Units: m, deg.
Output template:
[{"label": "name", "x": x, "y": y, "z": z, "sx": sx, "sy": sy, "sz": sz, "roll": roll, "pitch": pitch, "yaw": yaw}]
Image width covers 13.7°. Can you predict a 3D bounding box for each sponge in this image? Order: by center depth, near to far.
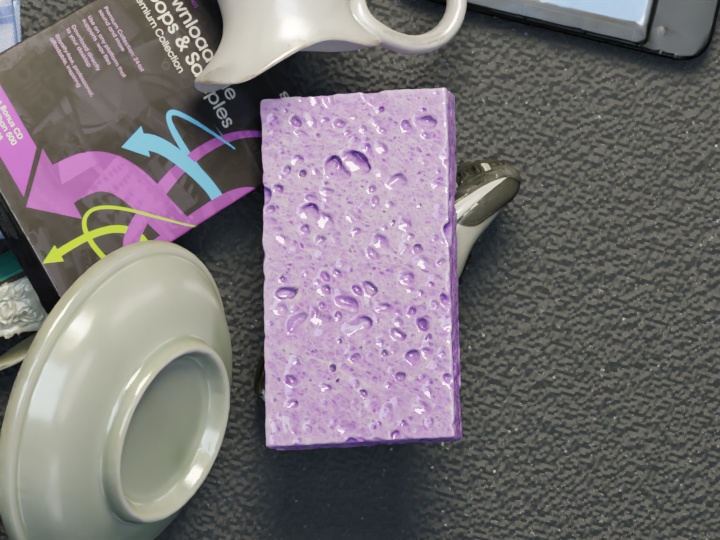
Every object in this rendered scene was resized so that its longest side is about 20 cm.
[{"label": "sponge", "x": 0.000, "y": 0.000, "z": 1.707, "sx": 0.111, "sy": 0.030, "sz": 0.202, "roll": -2, "pitch": 85, "yaw": 12}]

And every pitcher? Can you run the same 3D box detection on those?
[{"label": "pitcher", "x": -0.029, "y": -0.213, "z": 1.709, "sx": 0.170, "sy": 0.121, "sz": 0.202, "roll": -10, "pitch": 92, "yaw": -23}]

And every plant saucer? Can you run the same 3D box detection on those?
[{"label": "plant saucer", "x": -0.123, "y": 0.085, "z": 1.689, "sx": 0.050, "sy": 0.200, "sz": 0.201, "roll": 20, "pitch": 91, "yaw": 29}]

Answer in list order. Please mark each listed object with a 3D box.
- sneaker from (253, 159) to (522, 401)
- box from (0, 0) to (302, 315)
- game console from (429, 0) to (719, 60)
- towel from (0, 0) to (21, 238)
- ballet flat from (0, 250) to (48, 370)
[{"label": "sneaker", "x": 0.026, "y": 0.016, "z": 1.765, "sx": 0.079, "sy": 0.074, "sz": 0.200, "roll": 41, "pitch": 95, "yaw": -15}, {"label": "box", "x": -0.131, "y": -0.086, "z": 1.719, "sx": 0.200, "sy": 0.036, "sz": 0.144, "roll": -34, "pitch": 97, "yaw": -29}, {"label": "game console", "x": 0.134, "y": -0.225, "z": 1.733, "sx": 0.199, "sy": 0.119, "sz": 0.174, "roll": 13, "pitch": 92, "yaw": -6}, {"label": "towel", "x": -0.288, "y": -0.083, "z": 1.712, "sx": 0.198, "sy": 0.024, "sz": 0.148, "roll": -4, "pitch": 94, "yaw": -6}, {"label": "ballet flat", "x": -0.241, "y": 0.038, "z": 1.737, "sx": 0.199, "sy": 0.072, "sz": 0.072, "roll": -18, "pitch": 95, "yaw": -4}]
